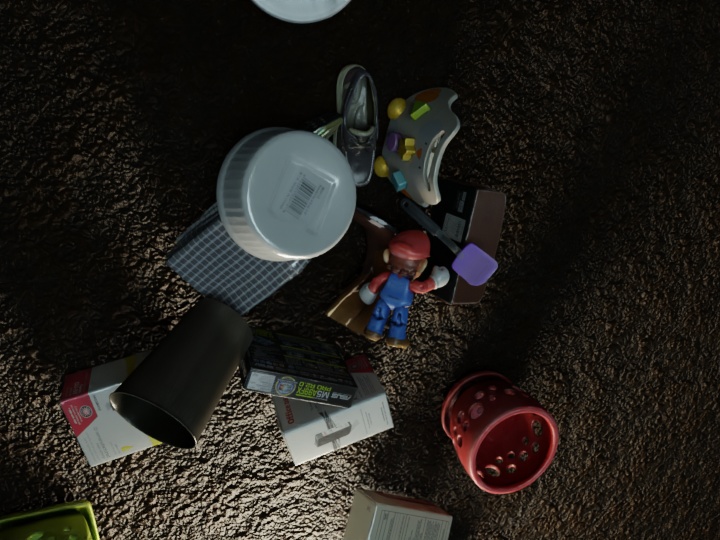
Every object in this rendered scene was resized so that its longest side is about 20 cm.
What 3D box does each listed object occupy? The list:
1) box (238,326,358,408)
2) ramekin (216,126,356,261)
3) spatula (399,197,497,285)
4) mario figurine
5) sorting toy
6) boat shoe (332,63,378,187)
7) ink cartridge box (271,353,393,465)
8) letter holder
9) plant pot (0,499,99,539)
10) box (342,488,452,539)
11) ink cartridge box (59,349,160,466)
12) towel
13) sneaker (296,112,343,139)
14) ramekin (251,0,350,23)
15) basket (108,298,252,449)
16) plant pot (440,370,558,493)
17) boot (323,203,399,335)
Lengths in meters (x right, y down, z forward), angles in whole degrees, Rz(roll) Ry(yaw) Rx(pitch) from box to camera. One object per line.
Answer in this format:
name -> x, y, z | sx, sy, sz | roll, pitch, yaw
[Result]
box -> -0.118, 0.168, 1.122 | 0.197, 0.160, 0.045 | 15, 106, -23
ramekin -> -0.102, -0.110, 0.926 | 0.198, 0.097, 0.204 | -4, 98, -28
spatula -> 0.140, -0.054, 1.062 | 0.200, 0.021, 0.057 | 43, 102, 17
mario figurine -> 0.075, 0.029, 1.096 | 0.122, 0.106, 0.203 | 18, 89, -21
sorting toy -> 0.107, -0.193, 1.029 | 0.105, 0.180, 0.203 | 7, 110, -20
boat shoe -> -0.004, -0.231, 1.042 | 0.071, 0.065, 0.203 | -6, 115, -17
ink cartridge box -> -0.056, 0.257, 1.187 | 0.197, 0.144, 0.085 | -19, 117, -9
letter holder -> 0.201, -0.051, 1.140 | 0.140, 0.100, 0.203 | 1, 107, -37
plant pot -> -0.561, 0.538, 1.124 | 0.197, 0.182, 0.202 | -8, 115, -15
box -> 0.079, 0.560, 1.359 | 0.198, 0.109, 0.130 | 19, 82, -23
ink cartridge box -> -0.393, 0.231, 1.103 | 0.197, 0.084, 0.147 | -17, 116, -10
towel -> -0.200, -0.023, 1.028 | 0.199, 0.086, 0.165 | -36, 119, 21
sneaker -> -0.091, -0.173, 1.038 | 0.200, 0.077, 0.088 | -43, 120, 12
ramekin -> -0.093, -0.461, 0.901 | 0.199, 0.094, 0.206 | -6, 113, -14
basket -> -0.269, 0.154, 0.996 | 0.137, 0.178, 0.201 | 55, 48, -29
plant pot -> 0.276, 0.317, 1.297 | 0.197, 0.183, 0.204 | -6, 114, -14
boot -> 0.000, 0.000, 1.147 | 0.201, 0.069, 0.188 | -49, 129, 5
